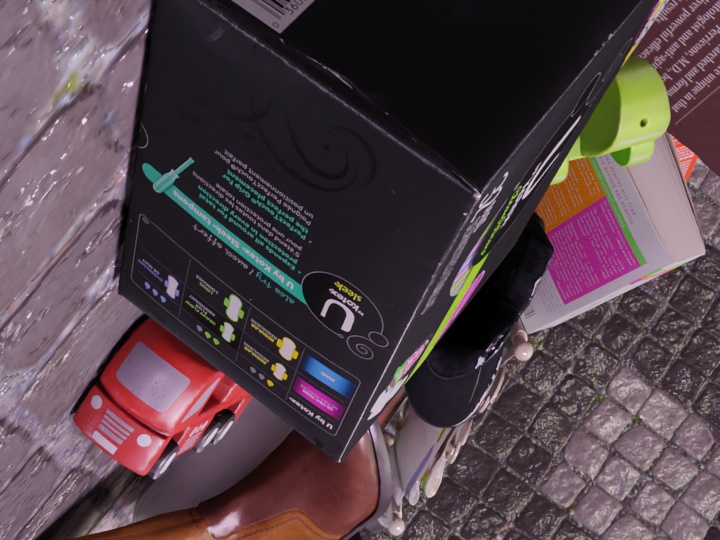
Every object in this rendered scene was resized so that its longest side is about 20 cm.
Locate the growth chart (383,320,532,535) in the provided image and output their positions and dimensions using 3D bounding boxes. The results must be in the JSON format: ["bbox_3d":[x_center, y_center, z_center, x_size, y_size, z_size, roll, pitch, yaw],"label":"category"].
[{"bbox_3d":[0.064,0.099,1.014,0.200,0.018,0.145,-58,-165,25],"label":"growth chart"}]

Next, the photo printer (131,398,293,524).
[{"bbox_3d":[-0.064,0.108,0.928,0.200,0.069,0.166,-47,177,19],"label":"photo printer"}]

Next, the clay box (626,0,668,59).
[{"bbox_3d":[0.092,-0.155,0.621,0.200,0.115,0.048,-55,173,14],"label":"clay box"}]

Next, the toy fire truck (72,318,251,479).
[{"bbox_3d":[-0.062,0.025,0.724,0.141,0.049,0.200,-56,171,10],"label":"toy fire truck"}]

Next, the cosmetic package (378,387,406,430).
[{"bbox_3d":[-0.002,0.067,1.086,0.200,0.103,0.087,-53,173,-14],"label":"cosmetic package"}]

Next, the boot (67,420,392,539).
[{"bbox_3d":[-0.090,0.135,0.790,0.199,0.069,0.189,-9,149,-20],"label":"boot"}]

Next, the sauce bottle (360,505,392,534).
[{"bbox_3d":[-0.074,0.199,1.017,0.199,0.066,0.066,-20,-176,19],"label":"sauce bottle"}]

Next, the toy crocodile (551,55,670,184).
[{"bbox_3d":[0.110,-0.088,0.775,0.067,0.062,0.200,-13,-167,-10],"label":"toy crocodile"}]

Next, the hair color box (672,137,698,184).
[{"bbox_3d":[0.173,-0.088,0.943,0.061,0.102,0.200,-16,142,-24],"label":"hair color box"}]

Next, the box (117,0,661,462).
[{"bbox_3d":[0.005,-0.050,0.522,0.149,0.124,0.200,-49,170,-32],"label":"box"}]

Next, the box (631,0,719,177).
[{"bbox_3d":[0.202,-0.193,0.741,0.166,0.200,0.164,-51,-179,-28],"label":"box"}]

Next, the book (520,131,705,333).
[{"bbox_3d":[0.140,-0.043,0.915,0.048,0.134,0.200,-16,172,-23],"label":"book"}]

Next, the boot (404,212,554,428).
[{"bbox_3d":[0.066,0.037,0.829,0.200,0.065,0.166,-64,172,-81],"label":"boot"}]
